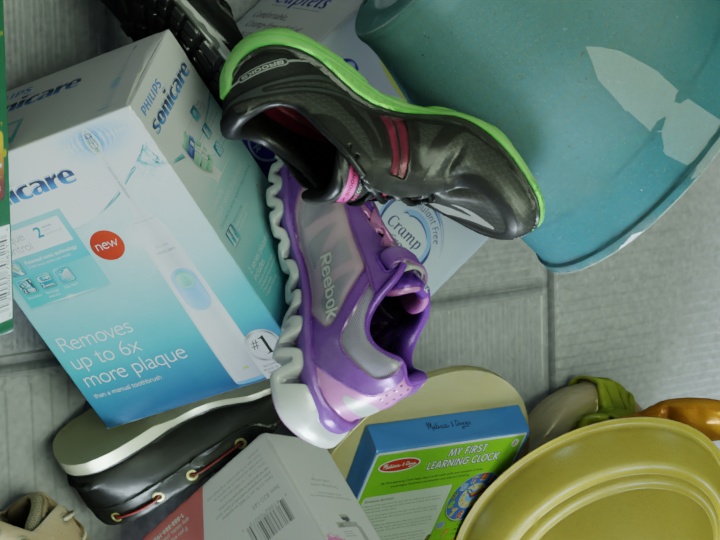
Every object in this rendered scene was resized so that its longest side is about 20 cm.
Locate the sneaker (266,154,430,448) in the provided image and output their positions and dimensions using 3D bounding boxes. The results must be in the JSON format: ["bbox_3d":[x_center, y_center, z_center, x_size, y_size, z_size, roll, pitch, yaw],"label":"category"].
[{"bbox_3d":[0.000,0.000,1.664,0.080,0.088,0.200,29,51,-49],"label":"sneaker"}]

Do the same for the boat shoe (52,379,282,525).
[{"bbox_3d":[-0.086,0.087,1.763,0.201,0.074,0.063,-28,122,2],"label":"boat shoe"}]

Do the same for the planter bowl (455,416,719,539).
[{"bbox_3d":[0.166,0.197,1.886,0.200,0.083,0.201,-12,131,-14],"label":"planter bowl"}]

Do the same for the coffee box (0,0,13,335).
[{"bbox_3d":[-0.257,-0.062,1.625,0.044,0.123,0.200,-24,113,-67],"label":"coffee box"}]

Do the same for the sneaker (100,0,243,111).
[{"bbox_3d":[-0.109,-0.182,1.693,0.200,0.076,0.088,48,62,4],"label":"sneaker"}]

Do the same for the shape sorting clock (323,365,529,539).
[{"bbox_3d":[0.028,0.146,1.850,0.200,0.039,0.200,-26,140,-25],"label":"shape sorting clock"}]

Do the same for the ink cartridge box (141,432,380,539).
[{"bbox_3d":[-0.033,0.211,1.721,0.116,0.200,0.067,-41,153,21],"label":"ink cartridge box"}]

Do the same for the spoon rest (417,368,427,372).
[{"bbox_3d":[-0.014,0.096,1.850,0.200,0.061,0.099,21,86,-34],"label":"spoon rest"}]

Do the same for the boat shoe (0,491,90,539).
[{"bbox_3d":[-0.192,0.168,1.733,0.200,0.071,0.065,13,91,-34],"label":"boat shoe"}]

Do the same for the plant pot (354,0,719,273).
[{"bbox_3d":[0.107,-0.134,1.702,0.188,0.200,0.200,39,75,-15],"label":"plant pot"}]

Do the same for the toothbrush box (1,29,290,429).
[{"bbox_3d":[-0.130,-0.022,1.691,0.200,0.146,0.085,58,30,-26],"label":"toothbrush box"}]

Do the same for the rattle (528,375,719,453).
[{"bbox_3d":[0.160,0.174,1.938,0.200,0.143,0.130,-52,140,-23],"label":"rattle"}]

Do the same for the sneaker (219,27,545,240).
[{"bbox_3d":[0.008,-0.060,1.629,0.200,0.077,0.084,24,55,-3],"label":"sneaker"}]

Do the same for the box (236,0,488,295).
[{"bbox_3d":[0.002,-0.088,1.806,0.200,0.105,0.184,-45,120,-21],"label":"box"}]
